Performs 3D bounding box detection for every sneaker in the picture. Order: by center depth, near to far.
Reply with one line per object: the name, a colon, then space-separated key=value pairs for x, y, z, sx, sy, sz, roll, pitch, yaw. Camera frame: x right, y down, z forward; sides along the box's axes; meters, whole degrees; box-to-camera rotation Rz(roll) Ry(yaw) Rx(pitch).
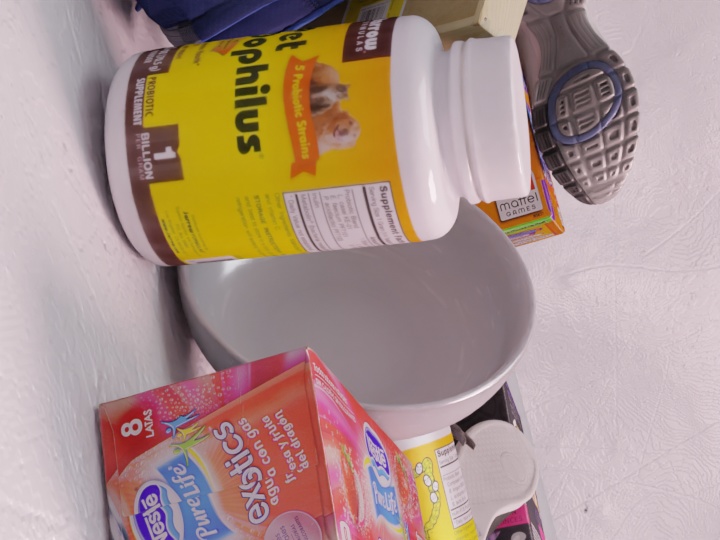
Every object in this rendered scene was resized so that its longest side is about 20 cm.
sneaker: x=0.140 y=-0.143 z=1.003 sx=0.087 sy=0.074 sz=0.203 roll=13 pitch=63 yaw=-84
sneaker: x=0.065 y=0.186 z=1.110 sx=0.071 sy=0.099 sz=0.200 roll=46 pitch=35 yaw=2

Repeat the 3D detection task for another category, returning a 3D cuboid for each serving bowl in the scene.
serving bowl: x=-0.006 y=0.022 z=0.815 sx=0.201 sy=0.197 sz=0.066 roll=-95 pitch=-166 yaw=-46

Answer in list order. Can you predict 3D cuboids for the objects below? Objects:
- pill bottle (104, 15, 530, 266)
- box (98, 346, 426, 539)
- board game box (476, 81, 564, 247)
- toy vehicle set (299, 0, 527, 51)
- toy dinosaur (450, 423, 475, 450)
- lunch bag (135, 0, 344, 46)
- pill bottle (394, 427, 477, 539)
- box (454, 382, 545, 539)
pill bottle: x=-0.018 y=-0.065 z=0.728 sx=0.109 sy=0.197 sz=0.111 roll=-6 pitch=90 yaw=-79
box: x=-0.035 y=0.121 z=0.688 sx=0.200 sy=0.101 sz=0.096 roll=54 pitch=23 yaw=-63
board game box: x=0.029 y=-0.102 z=1.095 sx=0.200 sy=0.198 sz=0.202 roll=11 pitch=63 yaw=-80
toy vehicle set: x=0.023 y=-0.166 z=0.819 sx=0.026 sy=0.199 sz=0.126 roll=30 pitch=69 yaw=-33
toy dinosaur: x=-0.013 y=0.110 z=1.038 sx=0.200 sy=0.105 sz=0.182 roll=38 pitch=-10 yaw=43
lunch bag: x=-0.054 y=-0.203 z=0.802 sx=0.132 sy=0.199 sz=0.137 roll=44 pitch=30 yaw=-37
pill bottle: x=0.013 y=0.145 z=0.882 sx=0.104 sy=0.103 sz=0.202 roll=-1 pitch=76 yaw=-80
box: x=0.084 y=0.196 z=1.219 sx=0.106 sy=0.121 sz=0.202 roll=63 pitch=15 yaw=-53
